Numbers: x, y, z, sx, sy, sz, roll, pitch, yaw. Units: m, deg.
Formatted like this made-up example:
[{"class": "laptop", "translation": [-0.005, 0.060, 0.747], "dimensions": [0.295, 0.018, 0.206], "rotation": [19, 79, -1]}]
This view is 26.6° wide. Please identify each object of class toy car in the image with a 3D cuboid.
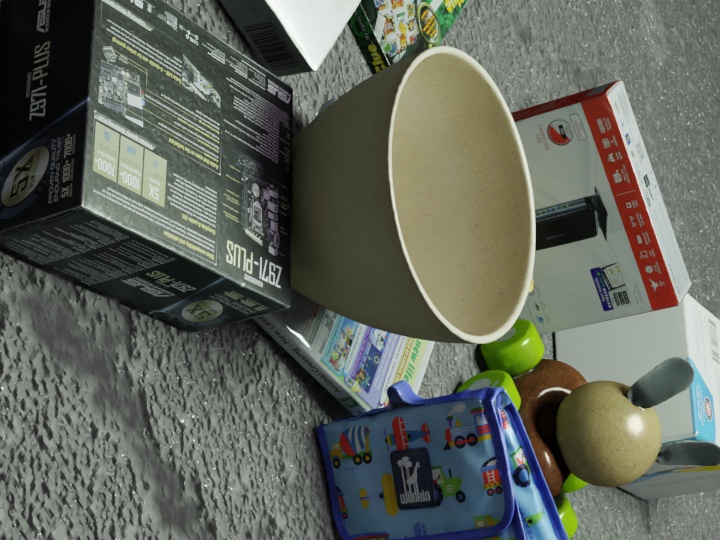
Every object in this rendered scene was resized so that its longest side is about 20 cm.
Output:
[{"class": "toy car", "translation": [0.211, 0.132, 1.332], "dimensions": [0.165, 0.198, 0.158], "rotation": [63, 34, -21]}]

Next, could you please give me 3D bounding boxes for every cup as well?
[{"class": "cup", "translation": [0.015, -0.043, 1.067], "dimensions": [0.200, 0.142, 0.203], "rotation": [17, 69, -54]}]

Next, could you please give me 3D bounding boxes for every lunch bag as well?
[{"class": "lunch bag", "translation": [0.061, 0.175, 1.117], "dimensions": [0.094, 0.149, 0.202], "rotation": [-28, 102, -58]}]

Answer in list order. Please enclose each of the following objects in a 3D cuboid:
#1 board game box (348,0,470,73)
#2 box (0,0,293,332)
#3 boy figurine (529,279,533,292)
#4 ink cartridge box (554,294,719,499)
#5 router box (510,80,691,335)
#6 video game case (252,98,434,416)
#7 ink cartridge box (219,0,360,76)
[{"class": "board game box", "translation": [0.043, -0.246, 1.381], "dimensions": [0.105, 0.023, 0.200], "rotation": [60, 35, -21]}, {"class": "box", "translation": [-0.133, -0.071, 0.961], "dimensions": [0.199, 0.085, 0.166], "rotation": [28, 55, -51]}, {"class": "boy figurine", "translation": [0.082, -0.041, 1.325], "dimensions": [0.201, 0.064, 0.125], "rotation": [57, 34, -22]}, {"class": "ink cartridge box", "translation": [0.306, 0.133, 1.540], "dimensions": [0.199, 0.145, 0.148], "rotation": [30, 52, -50]}, {"class": "router box", "translation": [0.181, -0.049, 1.378], "dimensions": [0.049, 0.178, 0.202], "rotation": [-41, 112, -56]}, {"class": "video game case", "translation": [0.000, 0.000, 1.175], "dimensions": [0.182, 0.022, 0.201], "rotation": [46, 48, -31]}, {"class": "ink cartridge box", "translation": [-0.036, -0.258, 1.191], "dimensions": [0.109, 0.050, 0.201], "rotation": [54, 49, -33]}]
